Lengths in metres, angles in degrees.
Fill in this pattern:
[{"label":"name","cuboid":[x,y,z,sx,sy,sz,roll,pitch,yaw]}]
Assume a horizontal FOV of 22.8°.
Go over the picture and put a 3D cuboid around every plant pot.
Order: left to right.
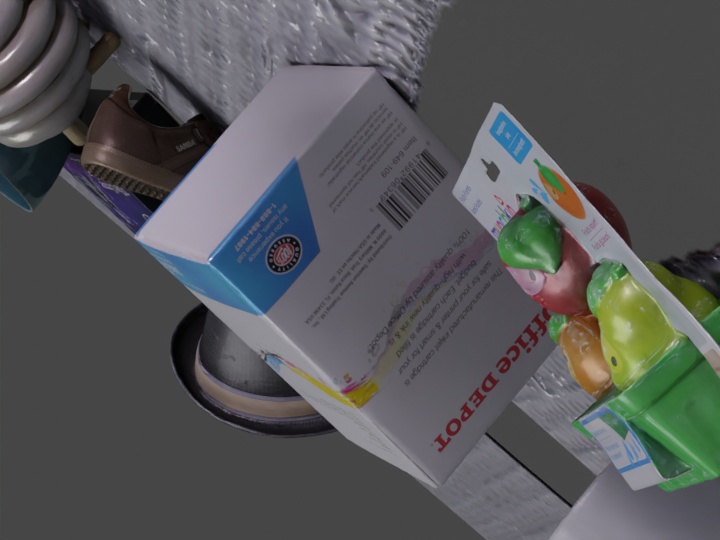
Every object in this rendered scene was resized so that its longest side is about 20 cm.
[{"label":"plant pot","cuboid":[-0.311,-0.166,1.521,0.200,0.135,0.200,39,170,8]}]

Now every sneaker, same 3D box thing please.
[{"label":"sneaker","cuboid":[-0.115,-0.081,1.396,0.199,0.076,0.070,22,167,-23]}]

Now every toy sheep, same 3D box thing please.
[{"label":"toy sheep","cuboid":[-0.265,-0.164,1.374,0.138,0.138,0.200,28,164,50]}]

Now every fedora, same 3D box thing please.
[{"label":"fedora","cuboid":[-0.051,0.040,1.409,0.200,0.200,0.092,35,140,28]}]

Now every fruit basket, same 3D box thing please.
[{"label":"fruit basket","cuboid":[0.116,0.019,0.882,0.200,0.094,0.185,43,170,4]}]

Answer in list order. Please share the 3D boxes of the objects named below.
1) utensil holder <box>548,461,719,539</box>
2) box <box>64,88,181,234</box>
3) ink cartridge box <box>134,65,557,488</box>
[{"label":"utensil holder","cuboid":[0.221,0.208,1.088,0.200,0.170,0.170,40,170,20]},{"label":"box","cuboid":[-0.190,-0.086,1.592,0.141,0.079,0.200,42,170,-21]},{"label":"ink cartridge box","cuboid":[0.000,0.000,1.062,0.200,0.147,0.146,45,168,-22]}]
